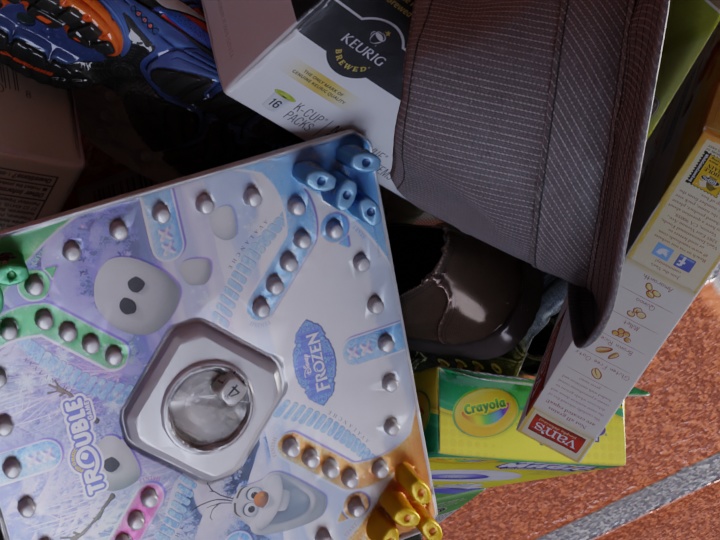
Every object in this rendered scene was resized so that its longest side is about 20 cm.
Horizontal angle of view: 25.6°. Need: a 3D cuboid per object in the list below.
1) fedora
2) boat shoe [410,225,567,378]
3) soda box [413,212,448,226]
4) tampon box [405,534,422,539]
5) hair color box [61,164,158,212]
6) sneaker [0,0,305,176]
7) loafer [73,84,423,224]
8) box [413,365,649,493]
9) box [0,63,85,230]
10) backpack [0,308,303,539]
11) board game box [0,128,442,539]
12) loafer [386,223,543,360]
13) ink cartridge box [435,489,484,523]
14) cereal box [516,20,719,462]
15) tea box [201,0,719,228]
[{"bbox_3d":[0.061,-0.069,0.582,0.089,0.200,0.179,10,114,8],"label":"fedora"},{"bbox_3d":[0.066,0.037,0.868,0.070,0.091,0.201,-5,142,-30],"label":"boat shoe"},{"bbox_3d":[0.073,-0.045,0.910,0.198,0.069,0.064,-19,143,6],"label":"soda box"},{"bbox_3d":[-0.016,0.258,0.908,0.125,0.201,0.150,-6,145,-25],"label":"tampon box"},{"bbox_3d":[-0.098,0.016,0.931,0.110,0.064,0.201,-20,142,3],"label":"hair color box"},{"bbox_3d":[-0.088,-0.108,0.735,0.199,0.079,0.075,32,142,-28],"label":"sneaker"},{"bbox_3d":[-0.055,-0.076,0.828,0.198,0.070,0.070,16,132,-12],"label":"loafer"},{"bbox_3d":[0.055,0.088,0.848,0.116,0.049,0.200,7,163,-26],"label":"box"},{"bbox_3d":[-0.234,-0.035,0.778,0.127,0.110,0.200,9,137,-32],"label":"box"},{"bbox_3d":[-0.114,0.084,0.777,0.183,0.147,0.200,-46,122,-8],"label":"backpack"},{"bbox_3d":[-0.066,0.061,0.695,0.198,0.026,0.202,-17,111,-17],"label":"board game box"},{"bbox_3d":[0.000,0.000,0.797,0.199,0.074,0.071,-6,145,44],"label":"loafer"},{"bbox_3d":[-0.022,0.146,1.051,0.144,0.085,0.200,-9,160,-20],"label":"ink cartridge box"},{"bbox_3d":[0.134,-0.028,0.682,0.039,0.144,0.201,26,137,2],"label":"cereal box"},{"bbox_3d":[0.059,-0.143,0.728,0.196,0.135,0.199,-36,139,26],"label":"tea box"}]
